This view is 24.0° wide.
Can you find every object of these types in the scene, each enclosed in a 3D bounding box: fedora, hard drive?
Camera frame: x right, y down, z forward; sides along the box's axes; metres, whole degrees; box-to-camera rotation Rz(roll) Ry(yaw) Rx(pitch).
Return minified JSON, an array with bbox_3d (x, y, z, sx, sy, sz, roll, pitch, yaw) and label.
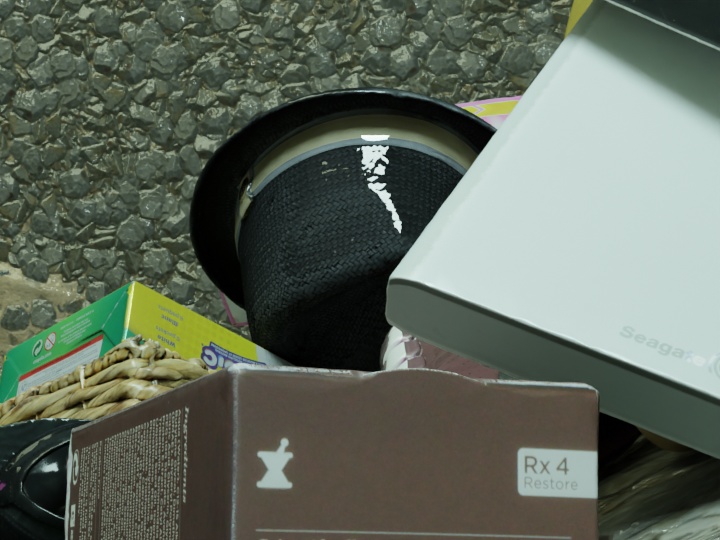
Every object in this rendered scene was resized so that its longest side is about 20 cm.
[{"bbox_3d":[0.000,0.000,0.881,0.201,0.201,0.092,-26,42,32],"label":"fedora"},{"bbox_3d":[0.112,-0.029,0.577,0.200,0.132,0.026,-53,-24,-41],"label":"hard drive"}]

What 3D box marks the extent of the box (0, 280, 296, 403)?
[{"bbox_3d":[-0.078,0.083,0.894,0.200,0.048,0.117,28,-39,-34],"label":"box"}]

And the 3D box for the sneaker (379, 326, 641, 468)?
[{"bbox_3d":[0.068,0.053,0.693,0.115,0.076,0.200,-21,12,13],"label":"sneaker"}]

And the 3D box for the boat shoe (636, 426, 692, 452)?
[{"bbox_3d":[0.109,-0.018,0.638,0.074,0.069,0.200,8,43,-4],"label":"boat shoe"}]

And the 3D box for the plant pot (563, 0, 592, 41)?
[{"bbox_3d":[0.239,-0.156,1.021,0.194,0.200,0.196,9,-11,-17],"label":"plant pot"}]

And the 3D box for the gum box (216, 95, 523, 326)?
[{"bbox_3d":[0.018,-0.037,1.002,0.200,0.066,0.114,-6,38,15],"label":"gum box"}]

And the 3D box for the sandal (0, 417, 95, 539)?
[{"bbox_3d":[-0.088,0.087,0.675,0.200,0.075,0.048,-3,-32,2],"label":"sandal"}]

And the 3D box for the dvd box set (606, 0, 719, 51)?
[{"bbox_3d":[0.175,-0.114,0.640,0.200,0.029,0.146,-14,36,-42],"label":"dvd box set"}]

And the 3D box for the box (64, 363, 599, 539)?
[{"bbox_3d":[-0.019,0.074,0.497,0.100,0.075,0.200,5,-13,-20],"label":"box"}]

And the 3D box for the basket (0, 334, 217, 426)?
[{"bbox_3d":[-0.125,0.148,0.790,0.200,0.149,0.143,-26,-33,21],"label":"basket"}]
